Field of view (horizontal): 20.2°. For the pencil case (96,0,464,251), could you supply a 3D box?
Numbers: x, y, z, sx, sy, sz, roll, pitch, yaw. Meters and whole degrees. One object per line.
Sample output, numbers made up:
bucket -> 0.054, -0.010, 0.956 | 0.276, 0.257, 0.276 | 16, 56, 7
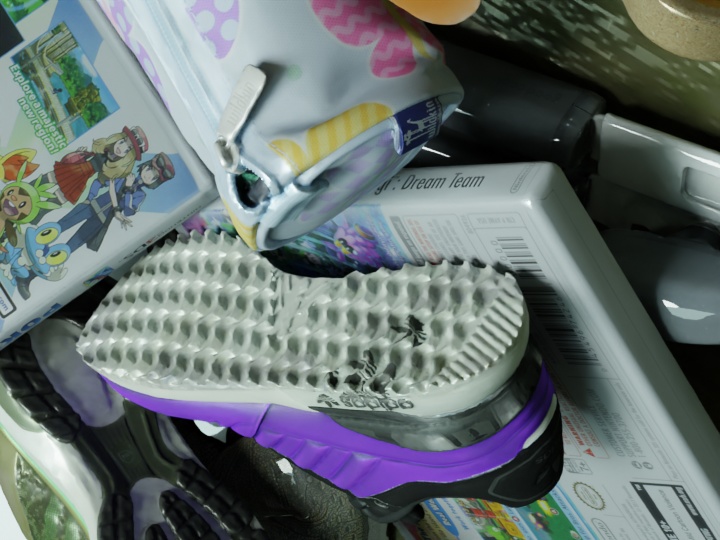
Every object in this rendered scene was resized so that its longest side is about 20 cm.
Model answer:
pencil case -> -0.053, -0.104, 0.649 | 0.201, 0.090, 0.083 | 57, 146, 10

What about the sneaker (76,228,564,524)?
sneaker -> -0.013, 0.048, 0.713 | 0.199, 0.070, 0.100 | 8, 142, 40

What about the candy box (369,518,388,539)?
candy box -> -0.070, 0.077, 0.962 | 0.167, 0.072, 0.201 | 29, 143, 25

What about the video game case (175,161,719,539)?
video game case -> 0.042, 0.042, 0.742 | 0.181, 0.024, 0.201 | 0, 135, 45

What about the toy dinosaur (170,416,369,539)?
toy dinosaur -> -0.032, 0.095, 0.800 | 0.101, 0.077, 0.202 | -6, 93, 29

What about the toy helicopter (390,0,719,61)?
toy helicopter -> 0.032, -0.119, 0.593 | 0.199, 0.132, 0.079 | 34, 145, 16

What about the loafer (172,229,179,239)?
loafer -> 0.000, 0.000, 0.805 | 0.199, 0.073, 0.072 | 12, 132, 40

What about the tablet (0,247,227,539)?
tablet -> -0.132, 0.078, 0.868 | 0.199, 0.014, 0.131 | -30, 100, 21

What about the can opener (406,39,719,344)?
can opener -> 0.060, -0.033, 0.712 | 0.199, 0.067, 0.054 | 21, 140, 21

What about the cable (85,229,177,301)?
cable -> -0.130, -0.077, 0.786 | 0.050, 0.096, 0.202 | -29, 78, 65

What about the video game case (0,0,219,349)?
video game case -> -0.176, -0.060, 0.748 | 0.201, 0.182, 0.022 | 56, -177, 12

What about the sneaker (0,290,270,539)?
sneaker -> -0.093, 0.104, 0.769 | 0.201, 0.076, 0.089 | 61, 142, 21
